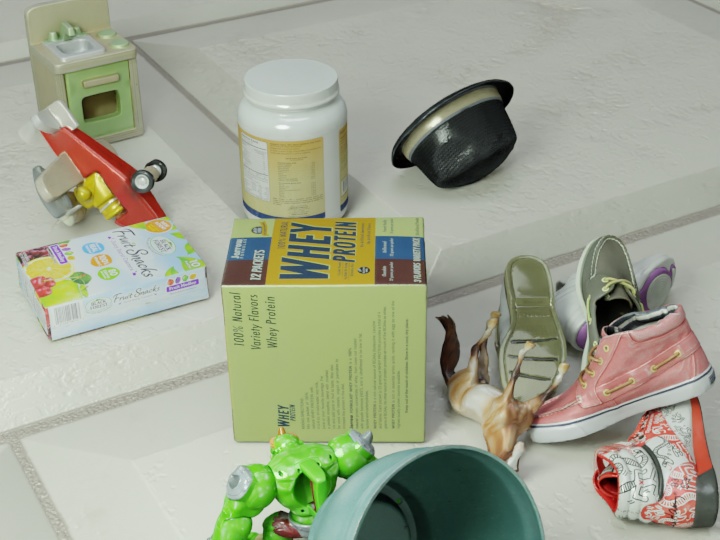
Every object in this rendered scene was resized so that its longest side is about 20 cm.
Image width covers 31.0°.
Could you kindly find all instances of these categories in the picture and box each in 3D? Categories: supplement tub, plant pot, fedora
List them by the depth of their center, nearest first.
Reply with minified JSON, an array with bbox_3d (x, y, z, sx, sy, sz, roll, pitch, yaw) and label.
[{"bbox_3d":[0.038,0.241,1.093,0.200,0.200,0.134,-22,10,-31],"label":"plant pot"},{"bbox_3d":[-0.088,-0.165,1.717,0.144,0.200,0.144,0,31,0],"label":"supplement tub"},{"bbox_3d":[0.145,-0.177,1.811,0.201,0.201,0.092,-23,71,-32],"label":"fedora"}]

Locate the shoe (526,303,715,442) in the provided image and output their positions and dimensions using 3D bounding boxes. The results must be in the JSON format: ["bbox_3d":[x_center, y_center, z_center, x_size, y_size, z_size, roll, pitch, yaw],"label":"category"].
[{"bbox_3d":[0.248,0.103,1.314,0.200,0.091,0.071,-22,11,20],"label":"shoe"}]

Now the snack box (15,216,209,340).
[{"bbox_3d":[-0.303,0.006,1.584,0.200,0.053,0.142,-15,35,-22],"label":"snack box"}]

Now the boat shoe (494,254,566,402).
[{"bbox_3d":[0.186,0.081,1.440,0.075,0.068,0.200,6,53,2],"label":"boat shoe"}]

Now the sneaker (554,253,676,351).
[{"bbox_3d":[0.292,0.020,1.531,0.200,0.075,0.100,-24,40,-34],"label":"sneaker"}]

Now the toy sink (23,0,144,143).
[{"bbox_3d":[-0.408,-0.294,1.932,0.130,0.200,0.112,-18,35,-28],"label":"toy sink"}]

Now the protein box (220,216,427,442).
[{"bbox_3d":[-0.033,0.061,1.351,0.200,0.199,0.135,0,32,1],"label":"protein box"}]

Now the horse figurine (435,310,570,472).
[{"bbox_3d":[0.136,0.121,1.352,0.050,0.133,0.200,17,13,-36],"label":"horse figurine"}]

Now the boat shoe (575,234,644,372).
[{"bbox_3d":[0.278,0.045,1.422,0.072,0.060,0.202,11,61,-10],"label":"boat shoe"}]

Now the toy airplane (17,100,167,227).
[{"bbox_3d":[-0.372,-0.127,1.719,0.200,0.141,0.199,15,28,-46],"label":"toy airplane"}]

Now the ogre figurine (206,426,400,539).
[{"bbox_3d":[-0.049,0.211,1.184,0.200,0.120,0.098,-4,32,-7],"label":"ogre figurine"}]

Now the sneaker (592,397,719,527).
[{"bbox_3d":[0.283,0.172,1.292,0.108,0.067,0.201,3,34,1],"label":"sneaker"}]
